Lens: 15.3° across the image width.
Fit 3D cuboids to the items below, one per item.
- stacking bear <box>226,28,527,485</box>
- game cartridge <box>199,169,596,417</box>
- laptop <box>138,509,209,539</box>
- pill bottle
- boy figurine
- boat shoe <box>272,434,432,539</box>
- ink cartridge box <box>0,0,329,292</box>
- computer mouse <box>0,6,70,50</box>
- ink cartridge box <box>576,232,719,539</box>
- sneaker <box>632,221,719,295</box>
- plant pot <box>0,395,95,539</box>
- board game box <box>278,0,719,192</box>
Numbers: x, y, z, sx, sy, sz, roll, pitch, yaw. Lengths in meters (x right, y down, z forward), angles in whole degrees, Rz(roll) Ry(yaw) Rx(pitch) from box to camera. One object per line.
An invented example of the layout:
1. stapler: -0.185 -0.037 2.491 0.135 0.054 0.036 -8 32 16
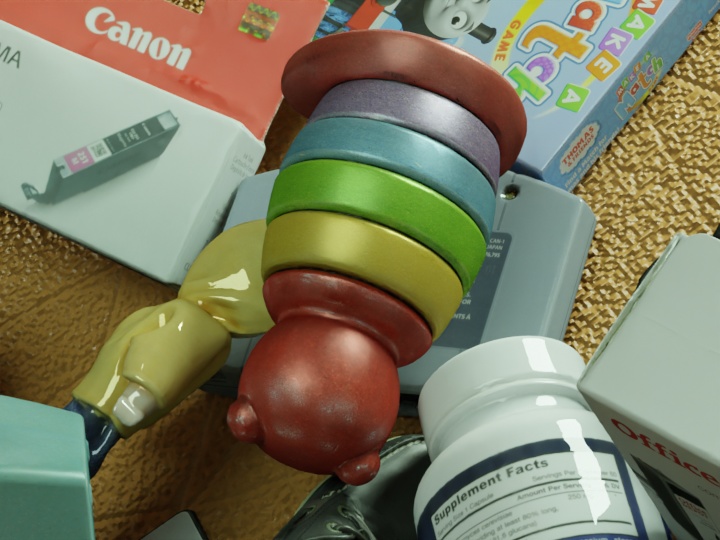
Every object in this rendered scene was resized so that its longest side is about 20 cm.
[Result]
1. stacking bear: 0.000 0.000 1.252 0.121 0.114 0.201 23 68 -12
2. game cartridge: 0.016 0.006 1.350 0.199 0.042 0.134 5 58 29
3. laptop: -0.147 0.210 1.246 0.199 0.116 0.188 -34 52 2
4. pill bottle: 0.085 0.132 1.186 0.110 0.111 0.201 -22 52 11
5. boy figurine: -0.103 0.056 1.303 0.200 0.124 0.065 -42 93 -14
6. boat shoe: -0.014 0.144 1.218 0.072 0.066 0.201 48 59 -1
7. ink cartridge box: -0.138 -0.104 1.441 0.199 0.044 0.175 24 87 22
8. computer mouse: -0.251 -0.073 1.521 0.140 0.046 0.201 34 88 26
9. ink cartridge box: 0.191 0.090 1.103 0.146 0.200 0.083 28 74 37
10. sneaker: 0.180 -0.002 1.224 0.073 0.112 0.201 9 64 29
11. plant pot: -0.215 0.127 1.181 0.198 0.142 0.141 -5 15 -7
12. board game box: 0.075 -0.138 1.413 0.199 0.037 0.152 32 76 36
